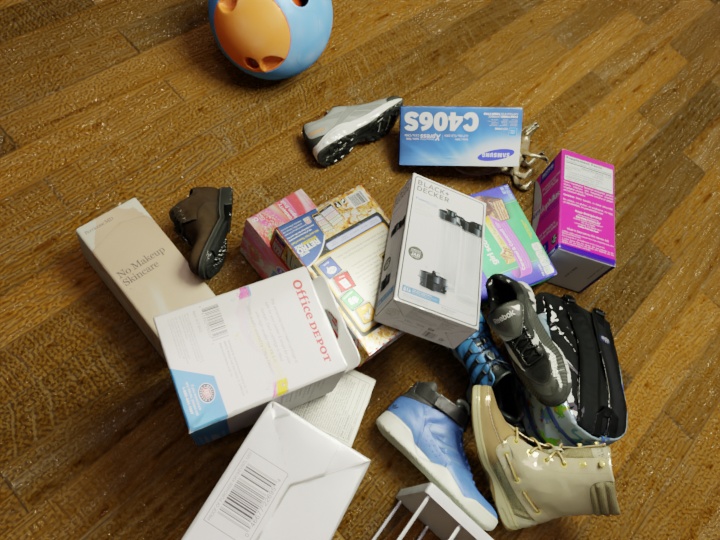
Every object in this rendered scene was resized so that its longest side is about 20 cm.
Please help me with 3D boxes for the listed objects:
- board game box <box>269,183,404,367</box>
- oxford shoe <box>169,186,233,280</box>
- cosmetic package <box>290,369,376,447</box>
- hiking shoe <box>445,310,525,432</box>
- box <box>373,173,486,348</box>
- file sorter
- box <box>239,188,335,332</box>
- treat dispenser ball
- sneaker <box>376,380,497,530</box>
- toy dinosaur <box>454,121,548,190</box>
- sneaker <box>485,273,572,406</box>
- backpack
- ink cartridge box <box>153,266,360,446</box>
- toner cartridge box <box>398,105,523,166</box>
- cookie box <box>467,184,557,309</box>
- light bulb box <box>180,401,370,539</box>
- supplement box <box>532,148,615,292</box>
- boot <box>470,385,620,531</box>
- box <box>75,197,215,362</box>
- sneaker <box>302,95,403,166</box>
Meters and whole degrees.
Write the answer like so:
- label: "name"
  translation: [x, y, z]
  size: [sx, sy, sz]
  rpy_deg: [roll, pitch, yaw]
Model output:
- label: "board game box"
  translation: [0.000, 0.000, 0.776]
  size: [0.151, 0.046, 0.201]
  rpy_deg: [-30, 76, -30]
- label: "oxford shoe"
  translation: [-0.222, -0.053, 0.812]
  size: [0.084, 0.073, 0.201]
  rpy_deg: [6, 31, -12]
- label: "cosmetic package"
  translation: [-0.092, 0.154, 0.771]
  size: [0.199, 0.073, 0.104]
  rpy_deg: [26, 62, -1]
- label: "hiking shoe"
  translation: [0.173, 0.118, 0.812]
  size: [0.074, 0.087, 0.201]
  rpy_deg: [-27, 101, -23]
- label: "box"
  translation: [0.092, -0.016, 0.756]
  size: [0.116, 0.060, 0.201]
  rpy_deg: [21, 54, -12]
- label: "file sorter"
  translation: [0.103, 0.366, 0.685]
  size: [0.200, 0.139, 0.125]
  rpy_deg: [41, 65, 7]
- label: "box"
  translation: [-0.070, 0.001, 0.837]
  size: [0.102, 0.095, 0.200]
  rpy_deg: [-33, 77, -28]
- label: "treat dispenser ball"
  translation: [-0.145, -0.414, 0.960]
  size: [0.199, 0.201, 0.203]
  rpy_deg: [6, 63, -12]
- label: "sneaker"
  translation: [0.127, 0.234, 0.787]
  size: [0.111, 0.077, 0.200]
  rpy_deg: [-42, 74, -18]
- label: "toy dinosaur"
  translation: [0.262, -0.188, 1.053]
  size: [0.199, 0.058, 0.101]
  rpy_deg: [-35, 61, -22]
- label: "sneaker"
  translation: [0.208, 0.083, 0.778]
  size: [0.090, 0.066, 0.201]
  rpy_deg: [31, 35, -39]
- label: "backpack"
  translation: [0.295, 0.157, 0.835]
  size: [0.162, 0.154, 0.201]
  rpy_deg: [21, 37, -28]
- label: "ink cartridge box"
  translation: [-0.112, 0.096, 0.678]
  size: [0.198, 0.125, 0.129]
  rpy_deg: [-18, 72, -18]
- label: "toner cartridge box"
  translation: [0.163, -0.223, 0.984]
  size: [0.198, 0.043, 0.096]
  rpy_deg: [1, 107, 2]
- label: "cookie box"
  translation: [0.175, -0.026, 0.928]
  size: [0.199, 0.075, 0.172]
  rpy_deg: [-18, 72, -21]
- label: "light bulb box"
  translation: [-0.103, 0.275, 0.637]
  size: [0.124, 0.200, 0.199]
  rpy_deg: [31, 61, 4]
- label: "supplement box"
  translation: [0.353, -0.084, 0.988]
  size: [0.102, 0.101, 0.201]
  rpy_deg: [17, 61, -5]
- label: "boot"
  translation: [0.229, 0.225, 0.741]
  size: [0.073, 0.154, 0.202]
  rpy_deg: [-35, 107, -67]
- label: "box"
  translation: [-0.277, 0.013, 0.788]
  size: [0.095, 0.078, 0.200]
  rpy_deg: [-38, 79, -27]
- label: "sneaker"
  translation: [-0.008, -0.253, 0.993]
  size: [0.199, 0.074, 0.079]
  rpy_deg: [-31, 70, -25]
